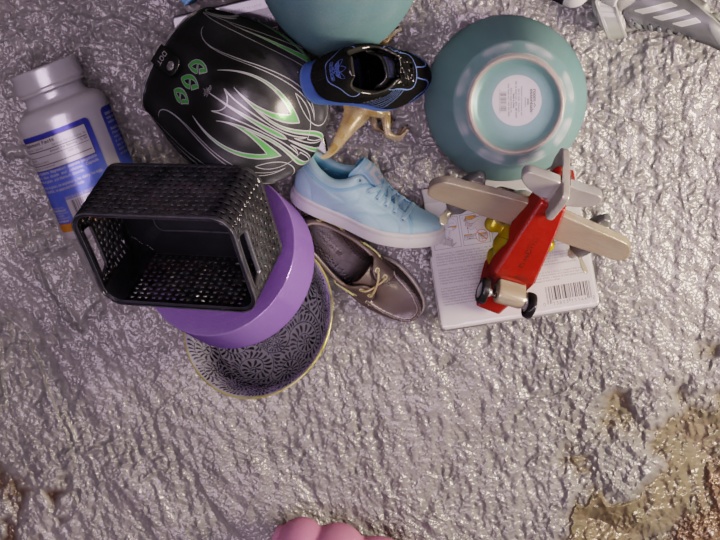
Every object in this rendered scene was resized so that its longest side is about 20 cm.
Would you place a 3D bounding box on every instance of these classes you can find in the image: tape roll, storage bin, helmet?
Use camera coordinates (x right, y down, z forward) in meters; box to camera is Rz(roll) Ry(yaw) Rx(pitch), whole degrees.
[{"bbox_3d":[-0.158,-0.012,1.443,0.198,0.066,0.202,-6,72,18],"label":"tape roll"},{"bbox_3d":[-0.202,-0.038,1.340,0.198,0.094,0.136,3,133,20],"label":"storage bin"},{"bbox_3d":[-0.132,-0.189,1.370,0.190,0.200,0.201,34,103,7],"label":"helmet"}]

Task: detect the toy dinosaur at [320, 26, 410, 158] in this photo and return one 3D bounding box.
[{"bbox_3d":[0.009,-0.196,1.433,0.101,0.058,0.202,33,72,-28],"label":"toy dinosaur"}]

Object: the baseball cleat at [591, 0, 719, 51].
[{"bbox_3d":[0.351,-0.300,1.427,0.199,0.070,0.107,38,108,1],"label":"baseball cleat"}]

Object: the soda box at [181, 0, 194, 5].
[{"bbox_3d":[-0.239,-0.407,1.391,0.064,0.068,0.200,-37,102,9],"label":"soda box"}]

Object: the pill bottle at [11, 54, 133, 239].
[{"bbox_3d":[-0.340,-0.149,1.438,0.111,0.112,0.202,-19,103,5],"label":"pill bottle"}]

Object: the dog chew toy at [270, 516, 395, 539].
[{"bbox_3d":[-0.025,0.389,1.579,0.199,0.125,0.125,26,104,2],"label":"dog chew toy"}]

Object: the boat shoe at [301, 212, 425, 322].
[{"bbox_3d":[0.000,0.000,1.502,0.200,0.060,0.072,41,101,-10],"label":"boat shoe"}]

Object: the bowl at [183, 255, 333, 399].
[{"bbox_3d":[-0.110,0.069,1.486,0.199,0.094,0.203,-7,70,20],"label":"bowl"}]

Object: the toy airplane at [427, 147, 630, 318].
[{"bbox_3d":[0.198,-0.061,1.412,0.197,0.142,0.201,-22,120,13],"label":"toy airplane"}]

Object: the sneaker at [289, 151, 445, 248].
[{"bbox_3d":[0.013,-0.089,1.453,0.198,0.074,0.083,17,124,3],"label":"sneaker"}]

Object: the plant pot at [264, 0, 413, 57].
[{"bbox_3d":[-0.026,-0.322,1.369,0.198,0.202,0.135,4,141,-1],"label":"plant pot"}]

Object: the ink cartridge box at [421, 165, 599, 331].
[{"bbox_3d":[0.184,-0.026,1.504,0.198,0.045,0.178,-8,83,2],"label":"ink cartridge box"}]

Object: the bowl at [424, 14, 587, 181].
[{"bbox_3d":[0.177,-0.199,1.422,0.198,0.105,0.203,0,102,1],"label":"bowl"}]

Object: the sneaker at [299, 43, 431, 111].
[{"bbox_3d":[0.026,-0.218,1.349,0.077,0.199,0.071,-7,95,44],"label":"sneaker"}]

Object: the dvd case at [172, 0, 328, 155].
[{"bbox_3d":[-0.133,-0.225,1.462,0.149,0.025,0.202,-12,105,3],"label":"dvd case"}]

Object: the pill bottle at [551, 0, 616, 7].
[{"bbox_3d":[0.208,-0.370,1.359,0.198,0.112,0.113,22,104,8],"label":"pill bottle"}]
